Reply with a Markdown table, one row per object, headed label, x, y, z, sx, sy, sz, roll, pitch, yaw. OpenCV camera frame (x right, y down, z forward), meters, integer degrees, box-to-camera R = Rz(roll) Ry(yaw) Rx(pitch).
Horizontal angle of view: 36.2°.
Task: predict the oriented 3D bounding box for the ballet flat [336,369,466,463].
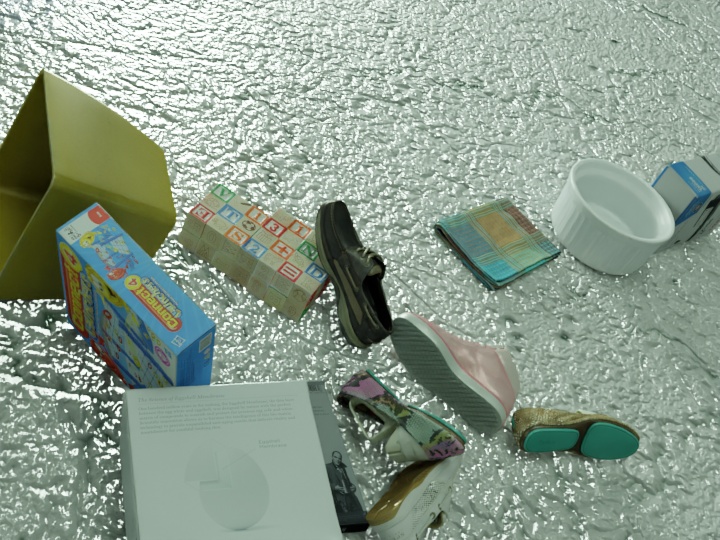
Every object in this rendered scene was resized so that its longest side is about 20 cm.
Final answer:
| label | x | y | z | sx | sy | sz | roll | pitch | yaw |
| --- | --- | --- | --- | --- | --- | --- | --- | --- | --- |
| ballet flat | 0.042 | 0.187 | 1.330 | 0.071 | 0.070 | 0.199 | -43 | 43 | -17 |

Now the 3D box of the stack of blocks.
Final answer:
| label | x | y | z | sx | sy | sz | roll | pitch | yaw |
| --- | --- | --- | --- | --- | --- | --- | --- | --- | --- |
| stack of blocks | -0.132 | -0.032 | 1.490 | 0.199 | 0.059 | 0.115 | 33 | 39 | 4 |

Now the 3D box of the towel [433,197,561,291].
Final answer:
| label | x | y | z | sx | sy | sz | roll | pitch | yaw |
| --- | --- | --- | --- | --- | --- | --- | --- | --- | --- |
| towel | 0.220 | -0.048 | 1.757 | 0.199 | 0.022 | 0.147 | -22 | 62 | -45 |

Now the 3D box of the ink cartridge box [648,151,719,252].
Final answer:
| label | x | y | z | sx | sy | sz | roll | pitch | yaw |
| --- | --- | --- | --- | --- | --- | --- | --- | --- | --- |
| ink cartridge box | 0.588 | -0.124 | 1.967 | 0.198 | 0.145 | 0.085 | -16 | 58 | -41 |

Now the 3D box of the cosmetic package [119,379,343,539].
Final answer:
| label | x | y | z | sx | sy | sz | roll | pitch | yaw |
| --- | --- | --- | --- | --- | --- | --- | --- | --- | --- |
| cosmetic package | -0.140 | 0.230 | 1.130 | 0.196 | 0.124 | 0.202 | -1 | 48 | -17 |

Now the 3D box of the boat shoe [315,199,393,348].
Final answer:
| label | x | y | z | sx | sy | sz | roll | pitch | yaw |
| --- | --- | --- | --- | --- | --- | --- | --- | --- | --- |
| boat shoe | 0.000 | 0.000 | 1.456 | 0.074 | 0.073 | 0.203 | -23 | 97 | -57 |

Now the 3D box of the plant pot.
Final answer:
| label | x | y | z | sx | sy | sz | roll | pitch | yaw |
| --- | --- | --- | --- | --- | --- | --- | --- | --- | --- |
| plant pot | -0.334 | -0.082 | 1.328 | 0.175 | 0.200 | 0.202 | 16 | 39 | -34 |

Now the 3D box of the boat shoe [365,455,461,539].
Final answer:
| label | x | y | z | sx | sy | sz | roll | pitch | yaw |
| --- | --- | --- | --- | --- | --- | --- | --- | --- | --- |
| boat shoe | 0.073 | 0.272 | 1.294 | 0.070 | 0.070 | 0.200 | 61 | 34 | -2 |

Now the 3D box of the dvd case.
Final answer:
| label | x | y | z | sx | sy | sz | roll | pitch | yaw |
| --- | --- | --- | --- | --- | --- | --- | --- | --- | --- |
| dvd case | -0.084 | 0.216 | 1.282 | 0.148 | 0.025 | 0.201 | 3 | 46 | -29 |

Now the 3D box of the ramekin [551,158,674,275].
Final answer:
| label | x | y | z | sx | sy | sz | roll | pitch | yaw |
| --- | --- | --- | --- | --- | --- | --- | --- | --- | --- |
| ramekin | 0.419 | -0.087 | 1.861 | 0.198 | 0.098 | 0.202 | 18 | 40 | -16 |

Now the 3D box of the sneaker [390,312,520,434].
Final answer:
| label | x | y | z | sx | sy | sz | roll | pitch | yaw |
| --- | --- | --- | --- | --- | --- | --- | --- | --- | --- |
| sneaker | 0.133 | 0.119 | 1.479 | 0.200 | 0.076 | 0.105 | 44 | 45 | 5 |

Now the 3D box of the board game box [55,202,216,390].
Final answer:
| label | x | y | z | sx | sy | sz | roll | pitch | yaw |
| --- | --- | --- | --- | --- | --- | --- | --- | --- | --- |
| board game box | -0.246 | 0.058 | 1.209 | 0.196 | 0.201 | 0.056 | 43 | 60 | 17 |

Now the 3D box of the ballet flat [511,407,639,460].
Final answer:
| label | x | y | z | sx | sy | sz | roll | pitch | yaw |
| --- | --- | --- | --- | --- | --- | --- | --- | --- | --- |
| ballet flat | 0.288 | 0.212 | 1.487 | 0.198 | 0.071 | 0.065 | 11 | 27 | -27 |
